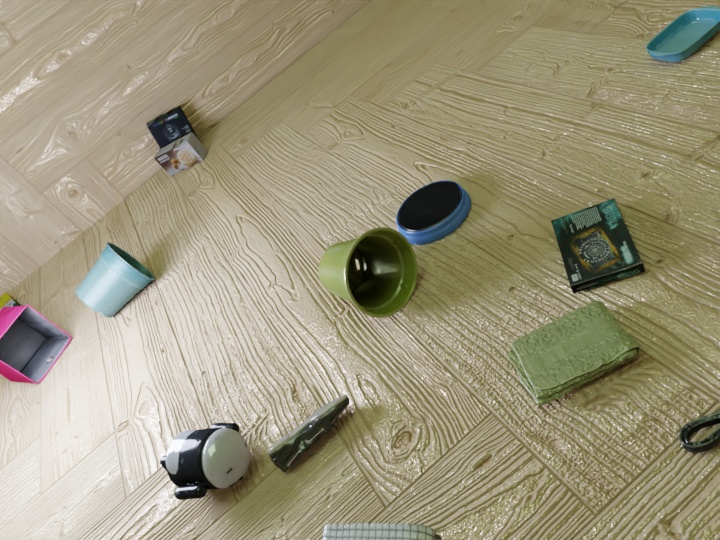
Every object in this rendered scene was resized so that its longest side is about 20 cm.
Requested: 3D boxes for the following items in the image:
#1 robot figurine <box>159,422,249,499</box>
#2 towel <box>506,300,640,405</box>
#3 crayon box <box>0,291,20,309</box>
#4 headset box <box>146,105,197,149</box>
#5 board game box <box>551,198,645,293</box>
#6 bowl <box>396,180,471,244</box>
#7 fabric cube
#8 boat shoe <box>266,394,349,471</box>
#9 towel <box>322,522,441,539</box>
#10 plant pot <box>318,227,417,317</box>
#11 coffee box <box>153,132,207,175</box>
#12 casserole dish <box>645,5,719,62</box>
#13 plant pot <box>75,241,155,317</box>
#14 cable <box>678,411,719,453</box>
[{"bbox_3d":[-0.327,0.400,1.272,0.199,0.125,0.151,-12,72,30],"label":"robot figurine"},{"bbox_3d":[0.366,0.142,1.055,0.199,0.037,0.149,-31,36,9],"label":"towel"},{"bbox_3d":[-1.526,0.172,2.570,0.200,0.051,0.127,20,63,48],"label":"crayon box"},{"bbox_3d":[-0.852,-0.621,2.761,0.173,0.201,0.093,-27,30,-5],"label":"headset box"},{"bbox_3d":[0.465,-0.052,1.192,0.135,0.028,0.201,-20,39,21],"label":"board game box"},{"bbox_3d":[0.181,-0.153,1.529,0.200,0.039,0.201,-22,38,19],"label":"bowl"},{"bbox_3d":[-1.167,0.255,2.060,0.199,0.200,0.197,-6,46,38],"label":"fabric cube"},{"bbox_3d":[-0.096,0.330,1.224,0.200,0.057,0.067,-36,0,-5],"label":"boat shoe"},{"bbox_3d":[0.025,0.485,0.921,0.199,0.086,0.166,-13,44,26],"label":"towel"},{"bbox_3d":[0.000,0.000,1.405,0.201,0.201,0.184,-52,28,-20],"label":"plant pot"},{"bbox_3d":[-0.800,-0.518,2.678,0.199,0.115,0.080,-18,40,23],"label":"coffee box"},{"bbox_3d":[0.804,-0.578,1.485,0.200,0.039,0.121,-41,36,-4],"label":"casserole dish"},{"bbox_3d":[-0.845,0.041,2.049,0.196,0.200,0.200,-49,37,-5],"label":"plant pot"},{"bbox_3d":[0.543,0.190,0.842,0.199,0.050,0.097,-19,38,20],"label":"cable"}]
